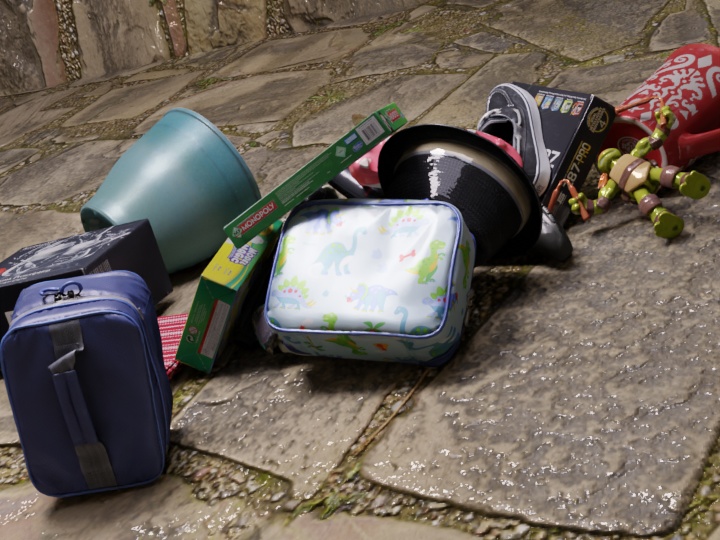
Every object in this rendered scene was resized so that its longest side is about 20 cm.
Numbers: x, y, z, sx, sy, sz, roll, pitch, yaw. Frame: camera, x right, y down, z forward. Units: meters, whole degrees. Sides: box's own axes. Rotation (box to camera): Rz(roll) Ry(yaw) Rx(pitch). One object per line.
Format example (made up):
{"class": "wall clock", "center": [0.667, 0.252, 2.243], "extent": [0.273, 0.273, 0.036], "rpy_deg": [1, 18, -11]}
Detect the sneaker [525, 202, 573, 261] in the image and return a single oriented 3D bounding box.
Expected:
{"class": "sneaker", "center": [0.164, -0.044, 1.429], "extent": [0.091, 0.076, 0.200], "rpy_deg": [-47, 36, -9]}

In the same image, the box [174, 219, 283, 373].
{"class": "box", "center": [-0.141, 0.014, 1.387], "extent": [0.048, 0.118, 0.200], "rpy_deg": [22, 30, 0]}

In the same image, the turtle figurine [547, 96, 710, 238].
{"class": "turtle figurine", "center": [0.310, -0.096, 1.412], "extent": [0.200, 0.064, 0.161], "rpy_deg": [-46, 39, 2]}

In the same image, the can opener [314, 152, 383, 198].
{"class": "can opener", "center": [0.017, -0.081, 1.485], "extent": [0.079, 0.064, 0.200], "rpy_deg": [-42, 66, -13]}

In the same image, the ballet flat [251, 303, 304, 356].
{"class": "ballet flat", "center": [-0.014, 0.052, 1.318], "extent": [0.199, 0.073, 0.072], "rpy_deg": [-15, 20, -1]}

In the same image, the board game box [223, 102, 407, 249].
{"class": "board game box", "center": [-0.044, -0.101, 1.304], "extent": [0.199, 0.029, 0.135], "rpy_deg": [-36, 5, 14]}

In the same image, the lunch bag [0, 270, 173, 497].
{"class": "lunch bag", "center": [-0.248, 0.099, 1.141], "extent": [0.135, 0.202, 0.132], "rpy_deg": [-11, 22, -4]}

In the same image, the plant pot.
{"class": "plant pot", "center": [-0.265, -0.085, 1.674], "extent": [0.188, 0.201, 0.199], "rpy_deg": [-41, 30, -27]}

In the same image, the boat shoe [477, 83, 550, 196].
{"class": "boat shoe", "center": [0.174, -0.167, 1.510], "extent": [0.072, 0.067, 0.201], "rpy_deg": [-45, 34, 34]}

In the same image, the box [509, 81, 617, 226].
{"class": "box", "center": [0.217, -0.147, 1.547], "extent": [0.049, 0.162, 0.200], "rpy_deg": [23, 3, -27]}

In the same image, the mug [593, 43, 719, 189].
{"class": "mug", "center": [0.394, -0.190, 1.533], "extent": [0.200, 0.134, 0.177], "rpy_deg": [-36, 6, -37]}

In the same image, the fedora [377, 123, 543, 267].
{"class": "fedora", "center": [0.090, -0.061, 1.327], "extent": [0.199, 0.201, 0.092], "rpy_deg": [1, 41, 38]}

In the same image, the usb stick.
{"class": "usb stick", "center": [-0.090, -0.007, 1.387], "extent": [0.201, 0.032, 0.055], "rpy_deg": [-66, 10, -16]}

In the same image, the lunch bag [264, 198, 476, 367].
{"class": "lunch bag", "center": [0.013, 0.007, 1.242], "extent": [0.198, 0.083, 0.162], "rpy_deg": [1, 65, 20]}

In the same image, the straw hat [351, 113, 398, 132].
{"class": "straw hat", "center": [0.042, -0.105, 1.591], "extent": [0.085, 0.201, 0.201], "rpy_deg": [-52, 28, -6]}

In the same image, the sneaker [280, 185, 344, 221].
{"class": "sneaker", "center": [-0.039, -0.071, 1.604], "extent": [0.199, 0.089, 0.077], "rpy_deg": [7, 29, 46]}

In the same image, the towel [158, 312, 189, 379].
{"class": "towel", "center": [-0.242, 0.097, 1.404], "extent": [0.144, 0.023, 0.200], "rpy_deg": [-8, 19, 26]}

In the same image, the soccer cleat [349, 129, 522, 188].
{"class": "soccer cleat", "center": [0.085, -0.121, 1.433], "extent": [0.198, 0.067, 0.077], "rpy_deg": [1, -18, 2]}

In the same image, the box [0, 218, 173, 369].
{"class": "box", "center": [-0.364, 0.030, 1.525], "extent": [0.198, 0.105, 0.182], "rpy_deg": [-11, 16, 20]}
